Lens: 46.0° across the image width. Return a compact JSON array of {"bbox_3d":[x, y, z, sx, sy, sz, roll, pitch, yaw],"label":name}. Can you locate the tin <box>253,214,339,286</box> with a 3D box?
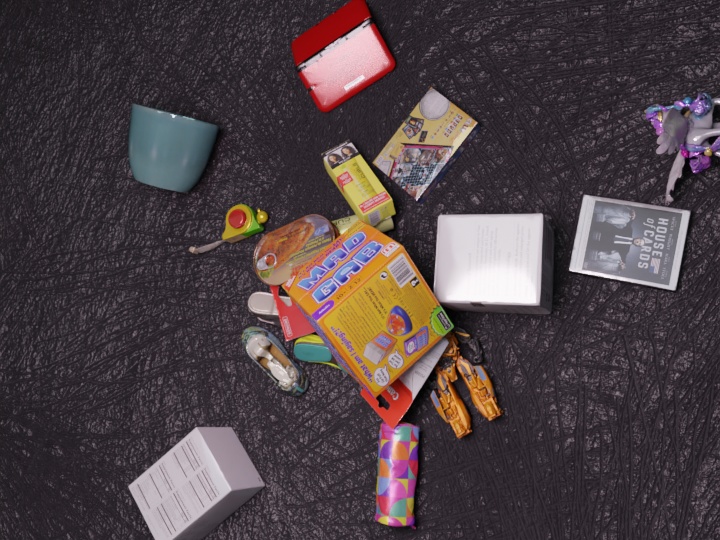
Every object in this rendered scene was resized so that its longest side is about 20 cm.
[{"bbox_3d":[-0.129,-0.038,1.726,0.197,0.042,0.114,-22,69,23],"label":"tin"}]

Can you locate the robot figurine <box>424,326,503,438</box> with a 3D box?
[{"bbox_3d":[0.186,0.210,1.642,0.144,0.058,0.202,-32,72,12],"label":"robot figurine"}]

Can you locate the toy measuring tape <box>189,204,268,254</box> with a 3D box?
[{"bbox_3d":[-0.294,-0.098,1.874,0.197,0.073,0.075,-19,75,17],"label":"toy measuring tape"}]

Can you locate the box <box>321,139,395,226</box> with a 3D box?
[{"bbox_3d":[-0.006,-0.179,1.751,0.074,0.050,0.201,-27,55,-7],"label":"box"}]

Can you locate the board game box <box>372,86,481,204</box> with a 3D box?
[{"bbox_3d":[0.136,-0.259,1.755,0.135,0.035,0.201,42,97,22],"label":"board game box"}]

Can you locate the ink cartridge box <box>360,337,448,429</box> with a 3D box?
[{"bbox_3d":[0.070,0.183,1.653,0.202,0.047,0.160,-57,30,3],"label":"ink cartridge box"}]

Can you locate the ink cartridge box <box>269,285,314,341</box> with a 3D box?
[{"bbox_3d":[-0.099,0.024,1.756,0.173,0.045,0.203,-17,74,-10],"label":"ink cartridge box"}]

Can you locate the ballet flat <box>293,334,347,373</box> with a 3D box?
[{"bbox_3d":[-0.042,0.166,1.734,0.197,0.067,0.068,10,115,25],"label":"ballet flat"}]

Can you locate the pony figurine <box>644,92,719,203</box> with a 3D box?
[{"bbox_3d":[0.605,-0.238,1.526,0.196,0.168,0.195,5,50,25],"label":"pony figurine"}]

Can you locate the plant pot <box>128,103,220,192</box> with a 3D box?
[{"bbox_3d":[-0.427,-0.268,1.893,0.197,0.200,0.164,18,99,22],"label":"plant pot"}]

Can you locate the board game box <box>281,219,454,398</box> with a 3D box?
[{"bbox_3d":[0.011,0.066,1.566,0.199,0.201,0.200,-40,28,-8],"label":"board game box"}]

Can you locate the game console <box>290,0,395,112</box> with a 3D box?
[{"bbox_3d":[-0.040,-0.476,1.868,0.198,0.119,0.174,-30,103,14],"label":"game console"}]

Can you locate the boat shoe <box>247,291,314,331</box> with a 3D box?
[{"bbox_3d":[-0.141,0.090,1.787,0.196,0.057,0.068,13,69,3],"label":"boat shoe"}]

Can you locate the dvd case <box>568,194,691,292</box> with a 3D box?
[{"bbox_3d":[0.502,-0.052,1.585,0.196,0.025,0.153,11,85,23],"label":"dvd case"}]

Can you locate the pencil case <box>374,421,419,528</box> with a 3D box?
[{"bbox_3d":[0.073,0.396,1.645,0.087,0.088,0.205,1,83,21],"label":"pencil case"}]

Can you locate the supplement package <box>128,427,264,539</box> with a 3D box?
[{"bbox_3d":[-0.336,0.445,1.752,0.199,0.151,0.152,-40,69,10],"label":"supplement package"}]

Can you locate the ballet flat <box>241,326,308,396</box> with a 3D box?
[{"bbox_3d":[-0.188,0.184,1.785,0.199,0.074,0.075,38,95,22],"label":"ballet flat"}]

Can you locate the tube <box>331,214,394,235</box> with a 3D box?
[{"bbox_3d":[-0.030,-0.079,1.748,0.196,0.053,0.058,-18,31,0],"label":"tube"}]

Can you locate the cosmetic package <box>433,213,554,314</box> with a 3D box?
[{"bbox_3d":[0.255,-0.010,1.597,0.196,0.164,0.169,0,81,22],"label":"cosmetic package"}]
